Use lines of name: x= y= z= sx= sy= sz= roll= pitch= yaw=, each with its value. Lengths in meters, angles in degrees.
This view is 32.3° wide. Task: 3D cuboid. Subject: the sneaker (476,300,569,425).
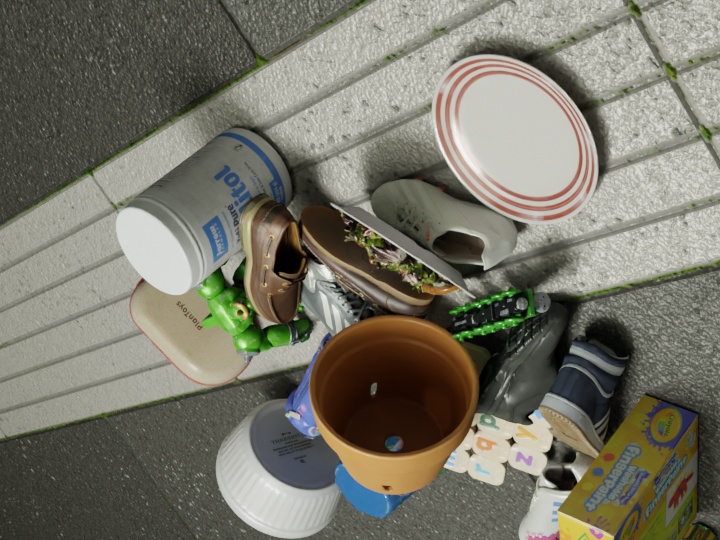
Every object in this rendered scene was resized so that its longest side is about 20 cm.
sneaker: x=0.203 y=0.109 z=1.447 sx=0.090 sy=0.076 sz=0.201 roll=23 pitch=138 yaw=-4

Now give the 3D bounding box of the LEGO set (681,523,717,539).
LEGO set: x=0.372 y=0.403 z=1.501 sx=0.154 sy=0.116 sz=0.199 roll=54 pitch=143 yaw=-10

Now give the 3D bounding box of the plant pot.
plant pot: x=0.039 y=0.175 z=1.494 sx=0.199 sy=0.200 sz=0.141 roll=29 pitch=146 yaw=22

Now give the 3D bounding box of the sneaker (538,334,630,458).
sneaker: x=0.263 y=0.144 z=1.423 sx=0.070 sy=0.109 sz=0.200 roll=24 pitch=169 yaw=24

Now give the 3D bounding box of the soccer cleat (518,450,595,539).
soccer cleat: x=0.244 y=0.281 z=1.554 sx=0.086 sy=0.070 sz=0.200 roll=33 pitch=137 yaw=-10

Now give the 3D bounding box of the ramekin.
ramekin: x=-0.104 y=0.279 z=1.814 sx=0.202 sy=0.202 sz=0.095 roll=40 pitch=132 yaw=9

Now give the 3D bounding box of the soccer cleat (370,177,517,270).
soccer cleat: x=0.083 y=-0.053 z=1.399 sx=0.199 sy=0.078 sz=0.070 roll=18 pitch=135 yaw=35

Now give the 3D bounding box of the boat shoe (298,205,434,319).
boat shoe: x=0.000 y=0.000 z=1.540 sx=0.199 sy=0.070 sz=0.071 roll=38 pitch=139 yaw=12

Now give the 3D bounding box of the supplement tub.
supplement tub: x=-0.192 y=-0.076 z=1.553 sx=0.131 sy=0.200 sz=0.133 roll=26 pitch=140 yaw=25

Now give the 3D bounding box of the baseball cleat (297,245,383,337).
baseball cleat: x=-0.023 y=0.038 z=1.601 sx=0.199 sy=0.070 sz=0.107 roll=34 pitch=143 yaw=16

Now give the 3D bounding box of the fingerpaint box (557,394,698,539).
fingerpaint box: x=0.299 y=0.268 z=1.379 sx=0.073 sy=0.200 sz=0.168 roll=19 pitch=137 yaw=34

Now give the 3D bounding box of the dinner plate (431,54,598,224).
dinner plate: x=0.161 y=-0.137 z=1.287 sx=0.199 sy=0.024 sz=0.201 roll=28 pitch=140 yaw=26

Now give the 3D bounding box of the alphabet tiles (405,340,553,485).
alphabet tiles: x=0.150 y=0.181 z=1.565 sx=0.194 sy=0.015 sz=0.202 roll=17 pitch=126 yaw=14

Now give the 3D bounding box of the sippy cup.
sippy cup: x=0.037 y=0.260 z=1.698 sx=0.139 sy=0.130 sz=0.179 roll=3 pitch=125 yaw=43

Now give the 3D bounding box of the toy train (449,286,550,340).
toy train: x=0.156 y=0.049 z=1.402 sx=0.200 sy=0.056 sz=0.042 roll=152 pitch=114 yaw=-71

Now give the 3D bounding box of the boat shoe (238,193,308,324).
boat shoe: x=-0.102 y=-0.002 z=1.552 sx=0.067 sy=0.072 sz=0.201 roll=27 pitch=142 yaw=29

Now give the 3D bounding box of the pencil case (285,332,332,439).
pencil case: x=-0.047 y=0.159 z=1.727 sx=0.078 sy=0.086 sz=0.200 roll=60 pitch=147 yaw=20

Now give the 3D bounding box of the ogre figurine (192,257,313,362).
ogre figurine: x=-0.154 y=0.037 z=1.690 sx=0.097 sy=0.120 sz=0.201 roll=9 pitch=130 yaw=40

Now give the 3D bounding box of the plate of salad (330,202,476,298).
plate of salad: x=0.043 y=-0.015 z=1.421 sx=0.199 sy=0.048 sz=0.200 roll=33 pitch=-178 yaw=-1

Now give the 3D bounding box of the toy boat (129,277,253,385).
toy boat: x=-0.243 y=0.078 z=1.845 sx=0.200 sy=0.130 sz=0.131 roll=46 pitch=175 yaw=2
